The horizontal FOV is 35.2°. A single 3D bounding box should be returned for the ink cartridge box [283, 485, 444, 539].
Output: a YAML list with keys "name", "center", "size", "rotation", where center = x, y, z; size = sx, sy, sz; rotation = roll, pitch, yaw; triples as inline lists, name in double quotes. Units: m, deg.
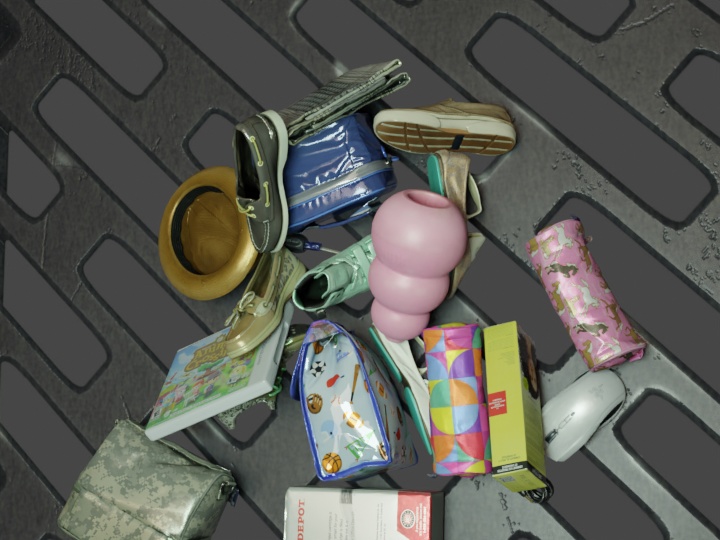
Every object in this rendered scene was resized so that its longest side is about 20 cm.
- name: "ink cartridge box"
  center: [0.004, 0.359, 1.491]
  size: [0.199, 0.084, 0.145]
  rotation: [0, 82, 17]

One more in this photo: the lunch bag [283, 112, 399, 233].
- name: "lunch bag"
  center: [-0.042, -0.126, 1.557]
  size: [0.199, 0.136, 0.133]
  rotation: [-21, 92, 16]

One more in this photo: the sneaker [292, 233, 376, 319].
- name: "sneaker"
  center: [0.000, 0.001, 1.528]
  size: [0.200, 0.118, 0.074]
  rotation: [-31, 89, 14]

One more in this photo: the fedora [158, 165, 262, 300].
- name: "fedora"
  center: [-0.198, -0.048, 1.614]
  size: [0.200, 0.082, 0.202]
  rotation: [-10, 72, 32]

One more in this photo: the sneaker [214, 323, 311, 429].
- name: "sneaker"
  center: [-0.135, 0.149, 1.593]
  size: [0.199, 0.077, 0.089]
  rotation: [-35, 105, 6]

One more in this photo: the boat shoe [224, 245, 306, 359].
- name: "boat shoe"
  center: [-0.140, 0.040, 1.544]
  size: [0.073, 0.200, 0.063]
  rotation: [-22, 117, 34]

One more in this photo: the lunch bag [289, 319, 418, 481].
- name: "lunch bag"
  center: [-0.015, 0.169, 1.486]
  size: [0.123, 0.170, 0.201]
  rotation: [-16, 78, 9]

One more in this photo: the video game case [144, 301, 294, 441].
- name: "video game case"
  center: [-0.189, 0.134, 1.543]
  size: [0.199, 0.182, 0.022]
  rotation: [-25, 117, 22]

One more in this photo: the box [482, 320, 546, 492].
- name: "box"
  center: [0.194, 0.171, 1.435]
  size: [0.050, 0.075, 0.201]
  rotation: [-14, 58, 25]

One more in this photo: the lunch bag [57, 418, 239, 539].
- name: "lunch bag"
  center: [-0.286, 0.315, 1.561]
  size: [0.199, 0.139, 0.169]
  rotation: [25, 90, 19]

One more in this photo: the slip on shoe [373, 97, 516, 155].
- name: "slip on shoe"
  center: [0.113, -0.200, 1.527]
  size: [0.198, 0.076, 0.061]
  rotation: [2, 64, -11]

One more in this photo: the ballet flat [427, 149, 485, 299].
- name: "ballet flat"
  center: [0.133, -0.063, 1.529]
  size: [0.067, 0.068, 0.202]
  rotation: [-4, 94, -19]

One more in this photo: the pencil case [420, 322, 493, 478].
- name: "pencil case"
  center: [0.123, 0.168, 1.452]
  size: [0.088, 0.088, 0.202]
  rotation: [-5, 85, 17]

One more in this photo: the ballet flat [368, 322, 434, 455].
- name: "ballet flat"
  center: [0.079, 0.146, 1.519]
  size: [0.069, 0.069, 0.201]
  rotation: [-30, 73, 11]

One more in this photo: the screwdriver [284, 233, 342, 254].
- name: "screwdriver"
  center: [-0.039, -0.030, 1.607]
  size: [0.199, 0.028, 0.029]
  rotation: [9, 55, 12]

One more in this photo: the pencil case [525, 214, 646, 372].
- name: "pencil case"
  center: [0.288, 0.033, 1.457]
  size: [0.086, 0.083, 0.201]
  rotation: [-24, 74, 3]

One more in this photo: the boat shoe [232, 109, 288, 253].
- name: "boat shoe"
  center: [-0.134, -0.107, 1.462]
  size: [0.072, 0.060, 0.202]
  rotation: [35, 134, 40]

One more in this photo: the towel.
- name: "towel"
  center: [-0.044, -0.229, 1.530]
  size: [0.192, 0.200, 0.035]
  rotation: [-29, 108, -12]

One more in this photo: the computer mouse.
- name: "computer mouse"
  center: [0.255, 0.202, 1.460]
  size: [0.200, 0.044, 0.110]
  rotation: [-47, 70, 5]

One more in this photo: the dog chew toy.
- name: "dog chew toy"
  center: [0.064, 0.000, 1.467]
  size: [0.124, 0.124, 0.201]
  rotation: [22, 114, 20]
